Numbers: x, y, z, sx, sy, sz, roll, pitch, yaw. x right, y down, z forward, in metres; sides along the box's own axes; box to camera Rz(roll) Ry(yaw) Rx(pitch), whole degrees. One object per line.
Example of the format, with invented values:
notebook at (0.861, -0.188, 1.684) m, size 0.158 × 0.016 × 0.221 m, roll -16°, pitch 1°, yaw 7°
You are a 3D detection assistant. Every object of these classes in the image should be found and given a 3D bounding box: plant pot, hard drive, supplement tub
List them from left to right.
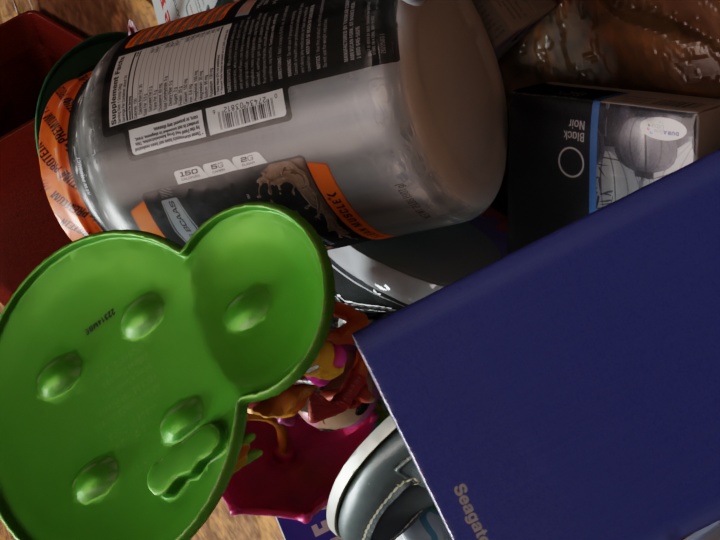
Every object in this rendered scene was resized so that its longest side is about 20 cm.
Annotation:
plant pot at (-0.292, -0.081, 1.209) m, size 0.200 × 0.200 × 0.177 m, roll 32°, pitch 149°, yaw 47°
supplement tub at (-0.042, -0.066, 0.657) m, size 0.200 × 0.123 × 0.123 m, roll -11°, pitch 105°, yaw 28°
hard drive at (0.115, 0.040, 0.570) m, size 0.132 × 0.200 × 0.025 m, roll 63°, pitch -177°, yaw 3°

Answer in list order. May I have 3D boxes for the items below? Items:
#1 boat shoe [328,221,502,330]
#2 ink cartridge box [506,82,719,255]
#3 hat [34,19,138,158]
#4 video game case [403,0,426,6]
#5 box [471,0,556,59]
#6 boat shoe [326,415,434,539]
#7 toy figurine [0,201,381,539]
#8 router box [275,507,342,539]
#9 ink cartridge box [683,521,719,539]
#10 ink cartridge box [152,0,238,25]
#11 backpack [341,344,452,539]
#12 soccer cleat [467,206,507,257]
boat shoe at (-0.002, 0.001, 0.728) m, size 0.199 × 0.073 × 0.068 m, roll 22°, pitch 119°, yaw 44°
ink cartridge box at (0.115, 0.018, 0.647) m, size 0.099 × 0.039 × 0.201 m, roll 12°, pitch 111°, yaw 40°
hat at (-0.097, -0.098, 0.902) m, size 0.176 × 0.200 × 0.166 m, roll -20°, pitch 110°, yaw 41°
video game case at (0.013, -0.236, 0.589) m, size 0.200 × 0.022 × 0.182 m, roll 45°, pitch 108°, yaw 32°
box at (0.026, -0.096, 0.742) m, size 0.041 × 0.039 × 0.200 m, roll 52°, pitch 143°, yaw 3°
boat shoe at (0.052, 0.080, 0.649) m, size 0.062 × 0.073 × 0.200 m, roll 52°, pitch 125°, yaw 20°
toy figurine at (-0.046, 0.056, 0.670) m, size 0.200 × 0.184 × 0.150 m, roll -36°, pitch 65°, yaw 21°
router box at (0.006, 0.225, 0.882) m, size 0.200 × 0.049 × 0.180 m, roll -121°, pitch 9°, yaw -51°
ink cartridge box at (0.109, 0.192, 0.691) m, size 0.043 × 0.200 × 0.196 m, roll 56°, pitch 151°, yaw 17°
ink cartridge box at (-0.046, -0.180, 0.743) m, size 0.200 × 0.083 × 0.147 m, roll -47°, pitch 55°, yaw 58°
backpack at (0.051, 0.116, 0.793) m, size 0.163 × 0.153 × 0.200 m, roll 74°, pitch -176°, yaw -49°
soccer cleat at (0.085, 0.005, 0.744) m, size 0.200 × 0.068 × 0.073 m, roll 57°, pitch 133°, yaw 19°
